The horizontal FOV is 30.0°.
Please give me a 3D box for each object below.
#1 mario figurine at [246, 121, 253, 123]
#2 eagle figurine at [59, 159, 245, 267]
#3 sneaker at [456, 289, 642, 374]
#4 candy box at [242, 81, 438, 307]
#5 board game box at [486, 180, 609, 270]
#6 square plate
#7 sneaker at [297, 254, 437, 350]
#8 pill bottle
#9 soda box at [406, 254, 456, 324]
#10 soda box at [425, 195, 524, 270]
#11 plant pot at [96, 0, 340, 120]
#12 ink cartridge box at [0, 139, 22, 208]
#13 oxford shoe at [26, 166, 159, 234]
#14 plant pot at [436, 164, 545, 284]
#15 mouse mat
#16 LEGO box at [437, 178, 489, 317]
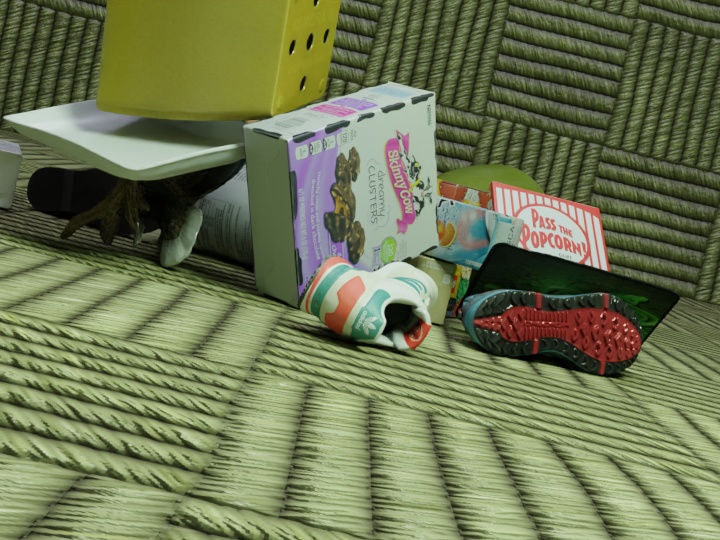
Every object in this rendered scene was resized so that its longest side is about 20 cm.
[{"bbox_3d":[-0.137,-0.124,1.642,0.122,0.202,0.106,-25,25,-14],"label":"mario figurine"},{"bbox_3d":[-0.197,-0.089,1.404,0.150,0.153,0.199,4,7,25],"label":"eagle figurine"},{"bbox_3d":[0.190,0.050,1.353,0.198,0.080,0.095,12,3,-20],"label":"sneaker"},{"bbox_3d":[-0.014,-0.079,1.320,0.199,0.170,0.071,-23,30,-39],"label":"candy box"},{"bbox_3d":[0.225,-0.008,1.628,0.149,0.047,0.202,12,46,-14],"label":"board game box"},{"bbox_3d":[-0.209,-0.129,1.303,0.199,0.029,0.197,22,27,36],"label":"square plate"},{"bbox_3d":[0.029,0.040,1.175,0.093,0.071,0.199,36,13,27],"label":"sneaker"},{"bbox_3d":[-0.138,-0.067,1.566,0.198,0.115,0.113,16,5,28],"label":"pill bottle"},{"bbox_3d":[0.000,0.000,1.446,0.197,0.069,0.064,14,5,-2],"label":"soda box"},{"bbox_3d":[0.073,-0.051,1.457,0.198,0.064,0.068,17,6,34],"label":"soda box"},{"bbox_3d":[-0.127,-0.247,1.332,0.174,0.202,0.200,19,22,16],"label":"plant pot"},{"bbox_3d":[-0.465,-0.127,1.589,0.115,0.068,0.200,12,5,-18],"label":"ink cartridge box"},{"bbox_3d":[-0.298,-0.085,1.591,0.198,0.072,0.071,15,1,30],"label":"oxford shoe"},{"bbox_3d":[0.134,-0.057,1.777,0.185,0.190,0.199,16,6,30],"label":"plant pot"},{"bbox_3d":[0.208,0.037,1.380,0.197,0.008,0.161,15,-33,-5],"label":"mouse mat"},{"bbox_3d":[0.035,-0.044,1.573,0.198,0.151,0.077,17,6,34],"label":"LEGO box"}]
